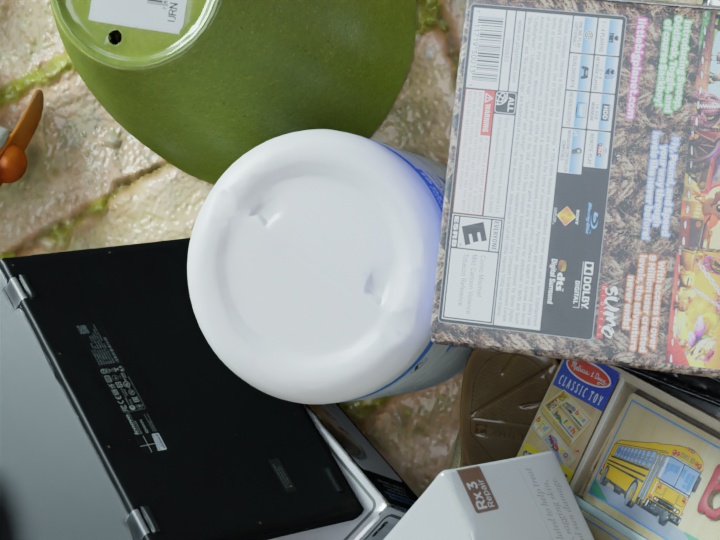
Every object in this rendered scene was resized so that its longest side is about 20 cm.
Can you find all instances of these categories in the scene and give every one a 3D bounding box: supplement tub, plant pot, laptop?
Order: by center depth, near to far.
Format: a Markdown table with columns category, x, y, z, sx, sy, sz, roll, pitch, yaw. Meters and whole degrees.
| category | x | y | z | sx | sy | sz | roll | pitch | yaw |
| --- | --- | --- | --- | --- | --- | --- | --- | --- | --- |
| laptop | -0.139 | 0.097 | 1.143 | 0.188 | 0.199 | 0.116 | 58 | 136 | 27 |
| supplement tub | 0.000 | 0.000 | 1.150 | 0.131 | 0.200 | 0.133 | 0 | 90 | 14 |
| plant pot | -0.082 | -0.142 | 1.173 | 0.186 | 0.200 | 0.189 | 0 | 89 | 14 |

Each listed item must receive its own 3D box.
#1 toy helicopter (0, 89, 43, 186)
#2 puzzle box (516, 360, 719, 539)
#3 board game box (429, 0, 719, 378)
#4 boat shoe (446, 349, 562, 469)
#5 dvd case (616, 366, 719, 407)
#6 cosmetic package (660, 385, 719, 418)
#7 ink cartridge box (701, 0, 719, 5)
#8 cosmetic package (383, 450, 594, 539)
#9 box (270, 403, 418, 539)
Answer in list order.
| category | x | y | z | sx | sy | sz | roll | pitch | yaw |
| --- | --- | --- | --- | --- | --- | --- | --- | --- | --- |
| toy helicopter | -0.244 | -0.037 | 1.268 | 0.131 | 0.079 | 0.202 | -5 | 78 | 2 |
| puzzle box | 0.139 | 0.128 | 1.066 | 0.200 | 0.025 | 0.134 | 28 | 93 | 52 |
| board game box | 0.144 | -0.036 | 1.017 | 0.198 | 0.097 | 0.161 | 7 | 92 | 14 |
| boat shoe | 0.078 | 0.120 | 1.200 | 0.071 | 0.065 | 0.201 | 13 | 108 | 8 |
| dvd case | 0.184 | 0.032 | 1.134 | 0.199 | 0.143 | 0.018 | 22 | 114 | 13 |
| cosmetic package | 0.161 | 0.166 | 1.145 | 0.101 | 0.074 | 0.201 | 24 | 95 | -19 |
| ink cartridge box | 0.211 | -0.099 | 1.125 | 0.083 | 0.145 | 0.201 | 18 | 94 | 14 |
| cosmetic package | 0.043 | 0.181 | 1.091 | 0.200 | 0.074 | 0.102 | -52 | 54 | 47 |
| box | -0.067 | 0.102 | 1.207 | 0.117 | 0.060 | 0.200 | -48 | 60 | 9 |
